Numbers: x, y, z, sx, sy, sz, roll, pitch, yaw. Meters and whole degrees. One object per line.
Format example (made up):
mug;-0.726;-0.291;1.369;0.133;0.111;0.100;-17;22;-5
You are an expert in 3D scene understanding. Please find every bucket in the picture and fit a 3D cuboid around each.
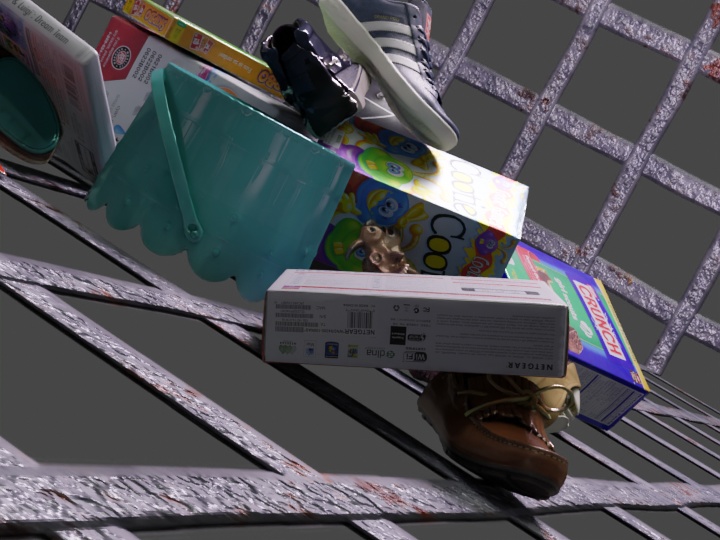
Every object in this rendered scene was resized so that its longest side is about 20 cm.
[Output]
bucket;-0.112;-0.071;1.316;0.206;0.135;0.207;28;3;-2

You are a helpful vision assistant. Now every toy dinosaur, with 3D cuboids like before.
toy dinosaur;0.058;0.053;1.371;0.135;0.086;0.200;13;29;-29

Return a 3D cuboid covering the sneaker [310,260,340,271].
sneaker;0.000;0.000;1.529;0.199;0.075;0.106;22;25;14

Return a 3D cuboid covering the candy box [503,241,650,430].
candy box;0.201;0.062;1.721;0.199;0.077;0.170;25;33;-40

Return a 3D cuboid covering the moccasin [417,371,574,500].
moccasin;0.096;0.098;1.088;0.073;0.078;0.201;28;5;-10

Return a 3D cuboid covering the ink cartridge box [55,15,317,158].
ink cartridge box;-0.159;-0.123;1.525;0.199;0.146;0.145;30;5;17

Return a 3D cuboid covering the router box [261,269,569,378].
router box;0.038;0.034;1.120;0.199;0.049;0.180;3;5;2

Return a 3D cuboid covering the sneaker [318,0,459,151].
sneaker;0.046;-0.202;1.489;0.200;0.084;0.075;53;-7;20

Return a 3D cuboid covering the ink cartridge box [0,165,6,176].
ink cartridge box;-0.360;-0.148;1.256;0.173;0.044;0.200;25;6;-25

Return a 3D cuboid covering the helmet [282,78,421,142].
helmet;-0.010;-0.119;1.717;0.199;0.201;0.191;29;20;2

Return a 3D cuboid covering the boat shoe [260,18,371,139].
boat shoe;-0.042;-0.184;1.433;0.093;0.074;0.200;56;4;-13

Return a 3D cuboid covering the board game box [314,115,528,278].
board game box;0.041;-0.050;1.472;0.199;0.105;0.103;21;31;-2

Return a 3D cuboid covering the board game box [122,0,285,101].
board game box;-0.125;-0.204;1.529;0.199;0.030;0.095;21;10;-39

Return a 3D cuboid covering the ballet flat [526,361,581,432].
ballet flat;0.171;0.121;1.485;0.063;0.068;0.200;58;14;11

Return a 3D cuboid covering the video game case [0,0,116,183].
video game case;-0.283;-0.171;1.376;0.182;0.024;0.200;38;-23;17

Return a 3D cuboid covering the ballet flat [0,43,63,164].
ballet flat;-0.317;-0.160;1.335;0.200;0.067;0.062;52;-33;8
